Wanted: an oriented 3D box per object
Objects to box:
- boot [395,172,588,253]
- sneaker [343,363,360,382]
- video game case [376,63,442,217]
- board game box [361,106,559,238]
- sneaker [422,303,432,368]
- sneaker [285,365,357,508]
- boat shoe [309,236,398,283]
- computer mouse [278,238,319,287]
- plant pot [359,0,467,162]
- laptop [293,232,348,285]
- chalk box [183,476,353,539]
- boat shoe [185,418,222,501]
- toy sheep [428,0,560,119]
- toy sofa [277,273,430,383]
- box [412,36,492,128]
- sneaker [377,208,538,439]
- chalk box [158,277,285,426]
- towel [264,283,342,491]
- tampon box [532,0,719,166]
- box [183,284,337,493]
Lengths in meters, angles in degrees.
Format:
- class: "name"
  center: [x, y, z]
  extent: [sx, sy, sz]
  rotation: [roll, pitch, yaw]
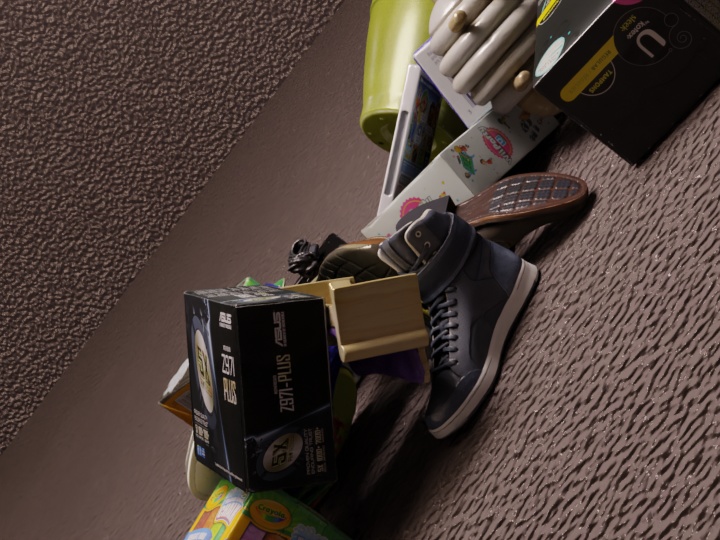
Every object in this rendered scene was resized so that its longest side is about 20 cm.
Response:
- class: "boot"
  center: [0.141, -0.031, 1.665]
  extent: [0.198, 0.098, 0.075]
  rotation: [-11, 31, 28]
- class: "sneaker"
  center: [-0.061, 0.141, 1.893]
  extent: [0.201, 0.078, 0.079]
  rotation: [-59, 7, -34]
- class: "video game case"
  center: [0.056, -0.126, 1.969]
  extent: [0.143, 0.018, 0.203]
  rotation: [15, -93, -76]
- class: "board game box"
  center: [0.106, -0.099, 1.808]
  extent: [0.147, 0.064, 0.200]
  rotation: [-43, -2, 42]
- class: "sneaker"
  center: [0.058, 0.033, 1.750]
  extent: [0.085, 0.074, 0.200]
  rotation: [-51, 14, 11]
- class: "sneaker"
  center: [-0.050, 0.191, 1.770]
  extent: [0.090, 0.078, 0.202]
  rotation: [-3, 59, 63]
- class: "boat shoe"
  center: [0.000, 0.000, 1.751]
  extent: [0.074, 0.076, 0.200]
  rotation: [-47, 6, -26]
- class: "computer mouse"
  center: [-0.113, 0.048, 1.887]
  extent: [0.201, 0.044, 0.110]
  rotation: [-53, 11, 13]
- class: "plant pot"
  center: [0.085, -0.247, 2.135]
  extent: [0.200, 0.199, 0.195]
  rotation: [-26, 43, 63]
- class: "laptop"
  center: [-0.042, 0.058, 1.941]
  extent: [0.178, 0.103, 0.200]
  rotation: [-55, 10, 0]
- class: "chalk box"
  center: [-0.092, 0.269, 1.597]
  extent: [0.201, 0.123, 0.125]
  rotation: [-59, 15, -18]
- class: "boat shoe"
  center: [-0.126, 0.128, 1.698]
  extent: [0.060, 0.072, 0.204]
  rotation: [11, 78, 59]
- class: "toy sheep"
  center: [0.135, -0.234, 1.745]
  extent: [0.138, 0.200, 0.138]
  rotation: [-43, 0, 0]
- class: "toy sofa"
  center: [-0.010, 0.057, 1.565]
  extent: [0.200, 0.082, 0.099]
  rotation: [179, 83, -72]
- class: "box"
  center: [0.158, -0.262, 1.908]
  extent: [0.184, 0.105, 0.200]
  rotation: [-41, 3, 9]
- class: "sneaker"
  center: [0.066, 0.040, 1.566]
  extent: [0.077, 0.146, 0.204]
  rotation: [-31, 29, 54]
- class: "chalk box"
  center: [-0.136, 0.103, 2.113]
  extent: [0.125, 0.123, 0.201]
  rotation: [-35, 23, 56]
- class: "towel"
  center: [-0.072, 0.117, 1.734]
  extent: [0.147, 0.049, 0.202]
  rotation: [8, 78, 53]
- class: "tampon box"
  center: [0.253, -0.226, 1.594]
  extent: [0.150, 0.126, 0.201]
  rotation: [-47, 15, 27]
- class: "box"
  center: [-0.095, 0.102, 1.566]
  extent: [0.200, 0.085, 0.166]
  rotation: [-169, 75, -71]
